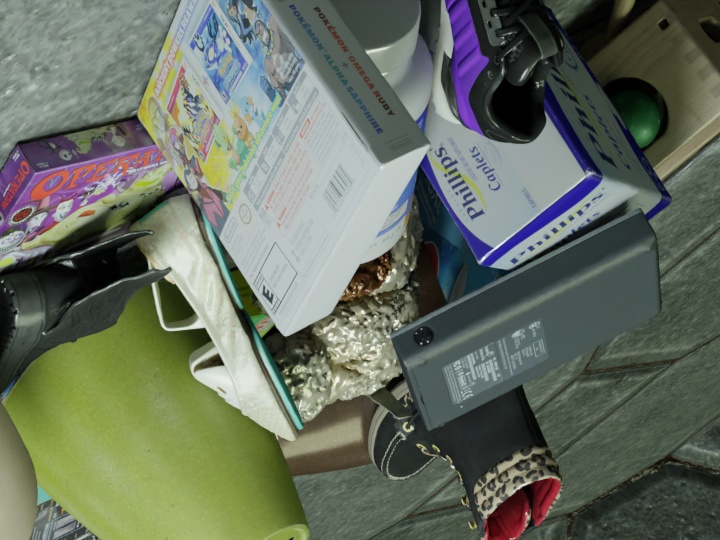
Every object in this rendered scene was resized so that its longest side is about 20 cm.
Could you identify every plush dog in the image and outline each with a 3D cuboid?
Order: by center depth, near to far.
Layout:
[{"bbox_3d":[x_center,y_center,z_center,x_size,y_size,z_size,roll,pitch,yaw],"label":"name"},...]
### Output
[{"bbox_3d":[0.000,0.000,1.673,0.159,0.201,0.173,4,128,-7],"label":"plush dog"}]

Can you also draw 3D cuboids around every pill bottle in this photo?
[{"bbox_3d":[-0.011,-0.105,1.469,0.111,0.112,0.201,-25,149,-25],"label":"pill bottle"}]

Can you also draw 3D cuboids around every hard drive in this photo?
[{"bbox_3d":[0.124,0.038,1.615,0.199,0.033,0.140,-26,154,-3],"label":"hard drive"}]

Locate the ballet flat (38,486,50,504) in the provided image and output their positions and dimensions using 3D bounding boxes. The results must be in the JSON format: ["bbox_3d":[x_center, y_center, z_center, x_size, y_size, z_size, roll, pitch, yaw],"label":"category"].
[{"bbox_3d":[-0.208,0.130,1.850,0.199,0.071,0.071,-22,160,-21],"label":"ballet flat"}]

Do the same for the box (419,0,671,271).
[{"bbox_3d":[0.112,-0.102,1.606,0.105,0.185,0.200,-36,164,18],"label":"box"}]

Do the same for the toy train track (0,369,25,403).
[{"bbox_3d":[-0.254,0.104,1.668,0.114,0.033,0.200,16,132,-29],"label":"toy train track"}]

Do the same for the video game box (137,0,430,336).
[{"bbox_3d":[-0.052,-0.086,1.351,0.047,0.183,0.200,-27,163,-32],"label":"video game box"}]

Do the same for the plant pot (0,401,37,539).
[{"bbox_3d":[-0.310,0.101,1.432,0.186,0.188,0.201,-28,149,-19],"label":"plant pot"}]

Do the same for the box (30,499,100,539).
[{"bbox_3d":[-0.252,0.198,1.982,0.157,0.050,0.200,-26,161,-23],"label":"box"}]

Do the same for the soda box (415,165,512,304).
[{"bbox_3d":[0.095,-0.023,1.745,0.064,0.201,0.068,14,121,-22],"label":"soda box"}]

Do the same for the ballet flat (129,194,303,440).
[{"bbox_3d":[-0.103,0.039,1.559,0.062,0.201,0.068,-24,-159,-1],"label":"ballet flat"}]

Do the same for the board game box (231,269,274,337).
[{"bbox_3d":[-0.160,0.056,1.770,0.199,0.048,0.102,-12,153,-51],"label":"board game box"}]

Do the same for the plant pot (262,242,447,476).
[{"bbox_3d":[-0.011,0.092,1.898,0.199,0.188,0.187,-26,162,-25],"label":"plant pot"}]

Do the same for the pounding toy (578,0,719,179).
[{"bbox_3d":[0.225,-0.158,1.799,0.184,0.143,0.200,-41,173,23],"label":"pounding toy"}]

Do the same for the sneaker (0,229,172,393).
[{"bbox_3d":[-0.210,0.031,1.537,0.104,0.060,0.200,-16,166,-29],"label":"sneaker"}]

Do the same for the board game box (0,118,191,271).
[{"bbox_3d":[-0.166,-0.056,1.489,0.199,0.032,0.120,-17,152,-43],"label":"board game box"}]

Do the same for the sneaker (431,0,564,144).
[{"bbox_3d":[0.091,-0.169,1.419,0.069,0.099,0.202,-23,127,-22],"label":"sneaker"}]

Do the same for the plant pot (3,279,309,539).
[{"bbox_3d":[-0.132,0.144,1.628,0.187,0.200,0.188,-35,157,-17],"label":"plant pot"}]

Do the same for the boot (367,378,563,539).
[{"bbox_3d":[0.082,0.148,1.766,0.073,0.151,0.200,2,142,-35],"label":"boot"}]
